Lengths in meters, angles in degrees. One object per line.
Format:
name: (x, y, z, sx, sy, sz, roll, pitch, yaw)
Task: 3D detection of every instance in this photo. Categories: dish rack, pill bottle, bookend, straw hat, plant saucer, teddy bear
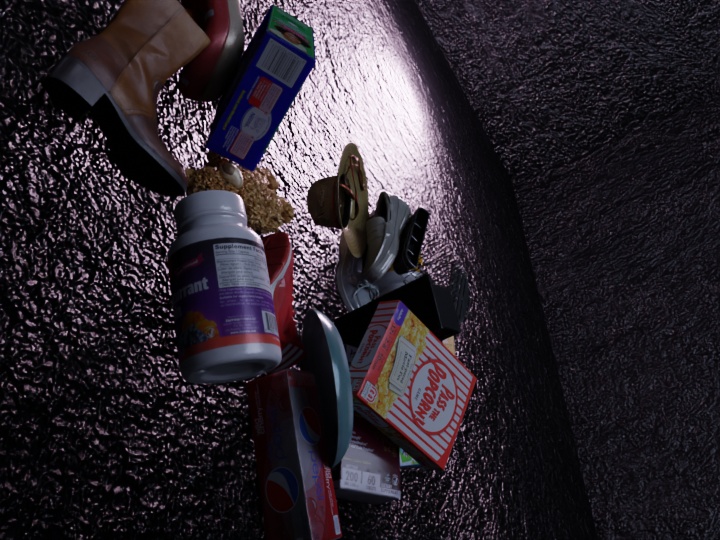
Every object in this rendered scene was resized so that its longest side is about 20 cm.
dish rack: (0.145, -0.002, 1.160, 0.200, 0.054, 0.154, 41, 43, -21)
pill bottle: (-0.158, 0.017, 0.710, 0.111, 0.110, 0.202, 23, 50, -59)
bookend: (0.095, 0.105, 1.055, 0.199, 0.197, 0.093, 20, 51, -50)
straw hat: (-0.047, -0.120, 1.094, 0.201, 0.084, 0.204, -2, 90, -75)
pill bottle: (0.067, -0.015, 1.215, 0.109, 0.108, 0.202, 36, 41, -52)
plant saucer: (-0.043, 0.149, 0.804, 0.200, 0.027, 0.203, 176, -90, -74)
teddy bear: (-0.157, -0.112, 0.867, 0.199, 0.066, 0.146, 23, 44, -56)

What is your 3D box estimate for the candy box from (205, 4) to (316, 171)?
candy box: (-0.133, -0.254, 0.851, 0.076, 0.170, 0.201, 26, 25, -22)

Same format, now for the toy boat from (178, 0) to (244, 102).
toy boat: (-0.237, -0.330, 0.848, 0.129, 0.130, 0.202, 2, 65, -33)

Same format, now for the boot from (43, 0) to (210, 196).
boot: (-0.235, -0.211, 0.730, 0.188, 0.068, 0.201, 43, 51, -25)

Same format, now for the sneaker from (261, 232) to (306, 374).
sneaker: (-0.118, 0.051, 0.849, 0.116, 0.077, 0.202, 64, 28, -43)

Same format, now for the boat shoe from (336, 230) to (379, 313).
boat shoe: (0.001, 0.000, 1.138, 0.074, 0.064, 0.204, 47, 31, -41)

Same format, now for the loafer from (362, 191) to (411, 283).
loafer: (0.035, -0.062, 1.123, 0.069, 0.070, 0.201, 35, 45, -17)

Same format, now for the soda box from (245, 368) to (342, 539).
soda box: (-0.082, 0.226, 0.757, 0.063, 0.069, 0.202, 20, 53, -56)

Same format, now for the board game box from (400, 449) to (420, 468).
board game box: (0.032, 0.243, 1.012, 0.199, 0.036, 0.153, 16, 56, -51)

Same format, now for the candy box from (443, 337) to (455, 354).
candy box: (0.174, 0.222, 1.313, 0.201, 0.055, 0.116, -82, 164, -48)

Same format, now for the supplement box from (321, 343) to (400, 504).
supplement box: (-0.001, 0.219, 0.895, 0.108, 0.061, 0.202, 22, 54, -32)

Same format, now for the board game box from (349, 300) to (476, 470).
board game box: (0.072, 0.163, 0.886, 0.200, 0.046, 0.153, 44, 57, -29)
